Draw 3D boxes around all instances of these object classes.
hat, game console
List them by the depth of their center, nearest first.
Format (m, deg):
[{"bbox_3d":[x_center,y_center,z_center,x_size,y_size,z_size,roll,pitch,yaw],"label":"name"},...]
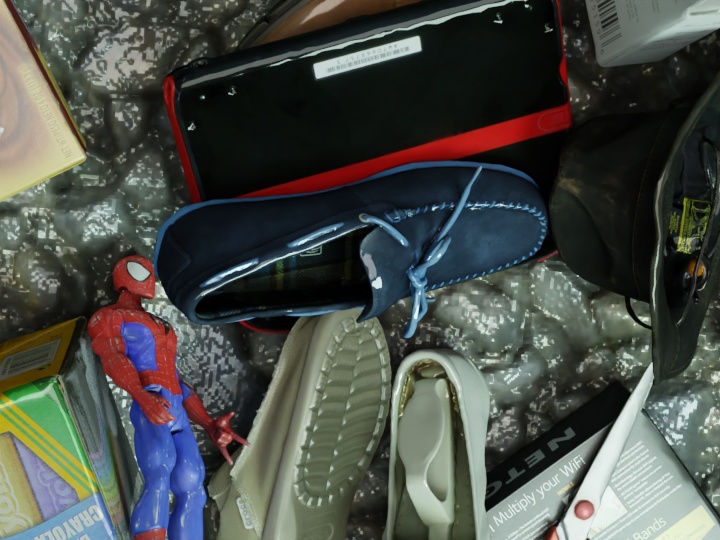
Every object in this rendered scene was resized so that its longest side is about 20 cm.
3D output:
[{"bbox_3d":[0.141,-0.038,1.187,0.081,0.201,0.201,15,101,17],"label":"hat"},{"bbox_3d":[0.012,-0.057,1.194,0.199,0.031,0.177,-16,129,-4],"label":"game console"}]

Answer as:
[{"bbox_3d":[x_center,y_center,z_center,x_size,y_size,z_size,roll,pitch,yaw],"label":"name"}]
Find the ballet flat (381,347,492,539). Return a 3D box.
[{"bbox_3d":[0.036,0.132,1.211,0.069,0.069,0.201,3,69,-8],"label":"ballet flat"}]

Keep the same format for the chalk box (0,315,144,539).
[{"bbox_3d":[-0.169,0.146,1.199,0.123,0.124,0.200,-17,102,2],"label":"chalk box"}]

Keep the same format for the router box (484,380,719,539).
[{"bbox_3d":[0.108,0.183,1.282,0.200,0.052,0.157,-35,103,1],"label":"router box"}]

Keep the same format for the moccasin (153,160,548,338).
[{"bbox_3d":[0.000,0.000,1.170,0.199,0.068,0.081,-12,130,-8],"label":"moccasin"}]

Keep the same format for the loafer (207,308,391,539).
[{"bbox_3d":[-0.041,0.106,1.231,0.076,0.068,0.201,-2,111,-53],"label":"loafer"}]

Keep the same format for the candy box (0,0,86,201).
[{"bbox_3d":[-0.251,-0.066,1.183,0.200,0.056,0.117,-27,105,0],"label":"candy box"}]

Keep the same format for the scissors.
[{"bbox_3d":[0.106,0.135,1.237,0.073,0.014,0.201,10,100,-8],"label":"scissors"}]

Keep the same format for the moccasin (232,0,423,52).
[{"bbox_3d":[0.024,-0.131,1.199,0.201,0.074,0.078,-29,96,-10],"label":"moccasin"}]

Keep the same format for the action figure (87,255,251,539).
[{"bbox_3d":[-0.098,0.079,1.189,0.052,0.200,0.065,-31,149,23],"label":"action figure"}]

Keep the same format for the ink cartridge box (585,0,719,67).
[{"bbox_3d":[0.147,-0.215,1.111,0.043,0.174,0.201,-8,83,-24],"label":"ink cartridge box"}]
